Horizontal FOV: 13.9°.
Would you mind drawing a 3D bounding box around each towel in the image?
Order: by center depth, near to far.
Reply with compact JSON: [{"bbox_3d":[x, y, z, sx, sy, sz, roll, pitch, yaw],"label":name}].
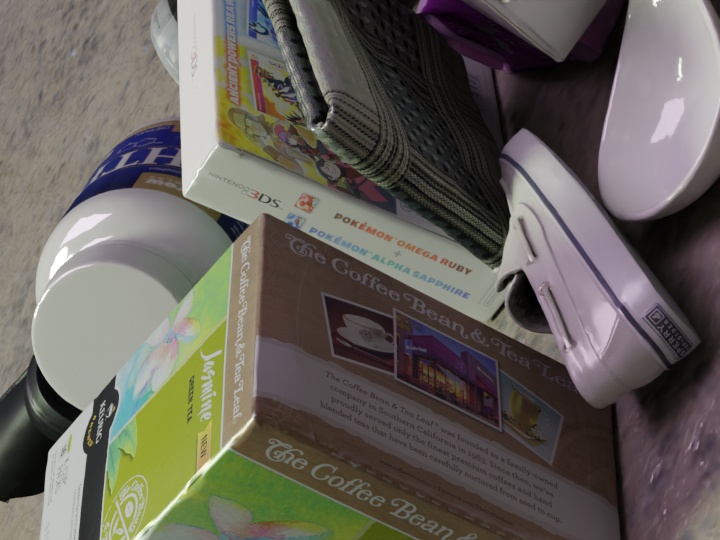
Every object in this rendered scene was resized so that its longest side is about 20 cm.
[{"bbox_3d":[0.018,-0.096,1.476,0.034,0.192,0.201,-39,44,18],"label":"towel"}]

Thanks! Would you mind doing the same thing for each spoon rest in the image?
[{"bbox_3d":[0.154,-0.114,1.402,0.099,0.060,0.201,-25,44,57],"label":"spoon rest"}]

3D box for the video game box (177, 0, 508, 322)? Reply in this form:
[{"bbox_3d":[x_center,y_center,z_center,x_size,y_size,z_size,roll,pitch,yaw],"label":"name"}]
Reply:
[{"bbox_3d":[-0.009,-0.078,1.557,0.047,0.181,0.201,-52,25,30],"label":"video game box"}]

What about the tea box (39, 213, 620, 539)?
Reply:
[{"bbox_3d":[-0.016,0.113,1.352,0.197,0.199,0.134,-48,27,35],"label":"tea box"}]

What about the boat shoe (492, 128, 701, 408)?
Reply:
[{"bbox_3d":[0.096,0.001,1.388,0.066,0.072,0.200,-40,35,6],"label":"boat shoe"}]

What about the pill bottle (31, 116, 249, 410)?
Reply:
[{"bbox_3d":[-0.113,0.001,1.628,0.120,0.119,0.200,-54,6,23],"label":"pill bottle"}]

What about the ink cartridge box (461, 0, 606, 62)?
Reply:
[{"bbox_3d":[0.059,-0.206,1.459,0.129,0.125,0.200,-54,47,3],"label":"ink cartridge box"}]

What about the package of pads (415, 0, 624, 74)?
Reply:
[{"bbox_3d":[0.109,-0.209,1.578,0.120,0.075,0.201,-2,65,64],"label":"package of pads"}]

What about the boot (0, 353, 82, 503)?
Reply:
[{"bbox_3d":[-0.193,0.093,1.872,0.168,0.076,0.200,-49,5,29],"label":"boot"}]

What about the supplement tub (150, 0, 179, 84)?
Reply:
[{"bbox_3d":[-0.031,-0.191,1.802,0.200,0.122,0.123,-53,25,25],"label":"supplement tub"}]
